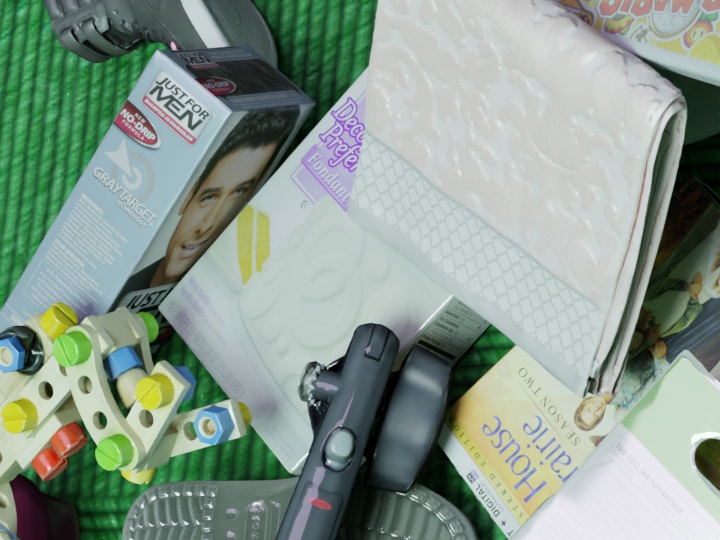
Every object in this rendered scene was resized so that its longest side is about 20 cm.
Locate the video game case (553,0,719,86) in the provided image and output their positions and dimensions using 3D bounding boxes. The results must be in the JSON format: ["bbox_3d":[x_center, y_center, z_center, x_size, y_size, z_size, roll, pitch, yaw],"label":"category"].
[{"bbox_3d":[0.174,-0.181,1.195,0.200,0.023,0.183,26,91,54],"label":"video game case"}]

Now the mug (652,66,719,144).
[{"bbox_3d":[0.159,-0.190,1.339,0.177,0.133,0.201,-30,57,30],"label":"mug"}]

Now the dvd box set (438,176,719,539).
[{"bbox_3d":[0.147,0.069,1.321,0.200,0.029,0.146,-44,58,12],"label":"dvd box set"}]

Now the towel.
[{"bbox_3d":[0.071,-0.058,1.274,0.200,0.032,0.192,39,136,33],"label":"towel"}]

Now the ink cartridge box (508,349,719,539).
[{"bbox_3d":[0.146,0.161,1.254,0.200,0.048,0.146,-48,66,9],"label":"ink cartridge box"}]

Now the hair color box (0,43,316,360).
[{"bbox_3d":[-0.118,-0.030,1.441,0.061,0.099,0.200,40,113,17],"label":"hair color box"}]

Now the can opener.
[{"bbox_3d":[-0.019,0.121,1.316,0.078,0.063,0.201,22,75,9],"label":"can opener"}]

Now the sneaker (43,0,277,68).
[{"bbox_3d":[-0.125,-0.148,1.540,0.099,0.071,0.200,-48,53,15],"label":"sneaker"}]

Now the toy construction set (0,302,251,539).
[{"bbox_3d":[-0.164,0.097,1.381,0.200,0.092,0.131,-43,76,16],"label":"toy construction set"}]

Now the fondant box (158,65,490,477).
[{"bbox_3d":[0.000,0.000,1.418,0.200,0.058,0.144,-48,57,9],"label":"fondant box"}]

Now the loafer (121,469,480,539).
[{"bbox_3d":[-0.028,0.151,1.385,0.199,0.070,0.075,5,67,17],"label":"loafer"}]

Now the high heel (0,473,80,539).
[{"bbox_3d":[-0.189,0.211,1.443,0.067,0.096,0.201,-16,67,26],"label":"high heel"}]
